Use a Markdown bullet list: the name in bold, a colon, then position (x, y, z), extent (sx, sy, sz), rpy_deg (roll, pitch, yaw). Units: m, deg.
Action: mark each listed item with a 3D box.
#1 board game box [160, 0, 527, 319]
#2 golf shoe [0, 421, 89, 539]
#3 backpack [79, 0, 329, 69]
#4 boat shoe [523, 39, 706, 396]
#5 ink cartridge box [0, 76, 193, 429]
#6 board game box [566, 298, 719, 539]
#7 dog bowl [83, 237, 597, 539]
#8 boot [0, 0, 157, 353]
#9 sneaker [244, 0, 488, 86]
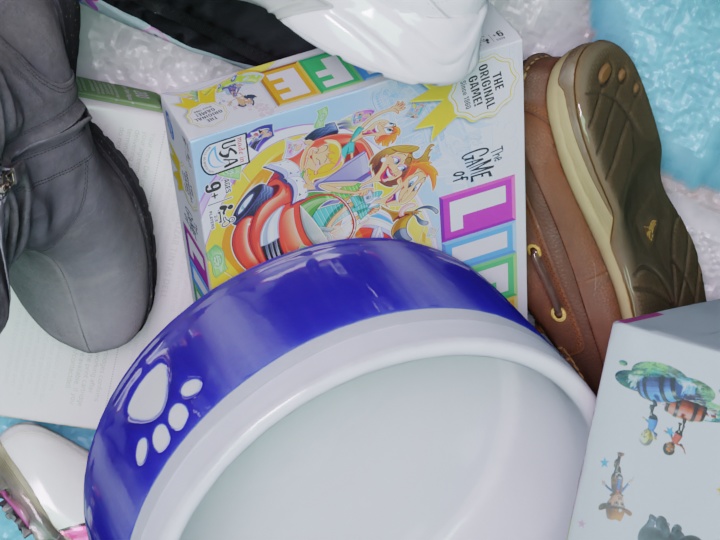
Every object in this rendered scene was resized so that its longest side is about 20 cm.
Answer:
- **board game box**: position (0.000, 0.000, 0.816), extent (0.134, 0.034, 0.200), rpy_deg (-19, 132, -15)
- **golf shoe**: position (-0.073, 0.119, 0.899), extent (0.200, 0.073, 0.092), rpy_deg (38, 87, -19)
- **backpack**: position (-0.062, -0.165, 0.788), extent (0.200, 0.127, 0.167), rpy_deg (29, 116, -11)
- **boat shoe**: position (0.100, -0.002, 0.873), extent (0.067, 0.072, 0.201), rpy_deg (-3, 118, 34)
- **ink cartridge box**: position (-0.099, -0.003, 0.873), extent (0.199, 0.048, 0.146), rpy_deg (10, 106, -16)
- **board game box**: position (0.130, 0.118, 0.806), extent (0.064, 0.147, 0.201), rpy_deg (14, 99, 26)
- **dog bowl**: position (-0.004, 0.090, 0.798), extent (0.199, 0.079, 0.201), rpy_deg (-15, 127, -20)
- **boot**: position (-0.130, -0.016, 0.747), extent (0.070, 0.132, 0.200), rpy_deg (-6, 130, 11)
- **sneaker**: position (-0.037, -0.139, 0.695), extent (0.199, 0.078, 0.100), rpy_deg (16, 115, -18)
